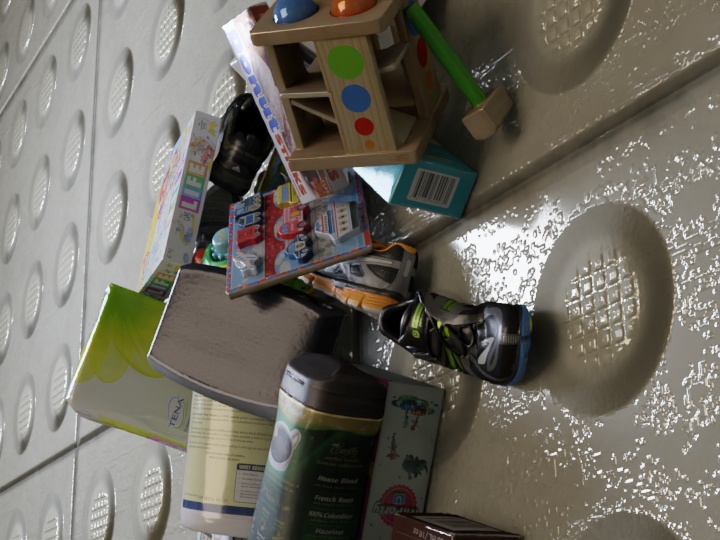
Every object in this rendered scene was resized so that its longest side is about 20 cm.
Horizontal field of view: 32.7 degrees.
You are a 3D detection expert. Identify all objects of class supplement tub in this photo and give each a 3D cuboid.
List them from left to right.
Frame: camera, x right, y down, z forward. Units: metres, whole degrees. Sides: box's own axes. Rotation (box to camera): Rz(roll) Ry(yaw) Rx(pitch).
[{"bbox_3d":[-0.113,0.180,1.315,0.145,0.144,0.201,-9,74,61],"label":"supplement tub"}]

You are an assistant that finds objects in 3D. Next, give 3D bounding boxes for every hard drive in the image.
[{"bbox_3d":[-0.120,0.070,1.241,0.199,0.042,0.135,17,84,28],"label":"hard drive"}]

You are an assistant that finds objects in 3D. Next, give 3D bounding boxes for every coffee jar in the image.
[{"bbox_3d":[-0.039,0.178,1.111,0.104,0.085,0.201,24,102,63],"label":"coffee jar"}]

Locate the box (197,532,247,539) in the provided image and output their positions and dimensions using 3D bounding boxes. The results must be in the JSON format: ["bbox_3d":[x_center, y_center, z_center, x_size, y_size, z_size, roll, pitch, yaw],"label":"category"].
[{"bbox_3d":[-0.157,0.278,1.483,0.110,0.035,0.201,-5,77,61],"label":"box"}]

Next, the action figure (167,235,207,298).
[{"bbox_3d":[-0.205,0.049,1.554,0.069,0.130,0.201,-58,-25,-67],"label":"action figure"}]

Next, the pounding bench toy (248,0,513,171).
[{"bbox_3d":[0.027,-0.192,1.095,0.124,0.199,0.156,-63,-36,-50],"label":"pounding bench toy"}]

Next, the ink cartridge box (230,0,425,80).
[{"bbox_3d":[-0.026,-0.264,1.277,0.200,0.084,0.145,-17,34,54],"label":"ink cartridge box"}]

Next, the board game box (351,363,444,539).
[{"bbox_3d":[0.002,0.197,1.185,0.147,0.064,0.201,8,90,63],"label":"board game box"}]

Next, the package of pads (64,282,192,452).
[{"bbox_3d":[-0.227,0.122,1.429,0.068,0.199,0.155,138,152,-75],"label":"package of pads"}]

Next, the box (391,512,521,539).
[{"bbox_3d":[0.068,0.309,1.021,0.100,0.075,0.201,-1,83,61],"label":"box"}]

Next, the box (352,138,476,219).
[{"bbox_3d":[0.031,-0.117,1.206,0.200,0.082,0.049,49,123,55],"label":"box"}]

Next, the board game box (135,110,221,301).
[{"bbox_3d":[-0.218,-0.072,1.463,0.134,0.034,0.201,138,145,-57],"label":"board game box"}]

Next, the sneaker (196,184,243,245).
[{"bbox_3d":[-0.185,-0.068,1.571,0.200,0.074,0.087,121,157,-62],"label":"sneaker"}]

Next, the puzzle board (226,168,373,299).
[{"bbox_3d":[-0.067,-0.048,1.270,0.200,0.150,0.017,-99,-11,-60],"label":"puzzle board"}]

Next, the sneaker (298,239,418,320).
[{"bbox_3d":[0.000,0.000,1.249,0.200,0.078,0.077,21,87,58],"label":"sneaker"}]

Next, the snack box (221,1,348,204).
[{"bbox_3d":[-0.076,-0.167,1.242,0.072,0.024,0.201,-13,103,61],"label":"snack box"}]

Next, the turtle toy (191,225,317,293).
[{"bbox_3d":[-0.135,0.004,1.395,0.200,0.145,0.101,-35,68,53],"label":"turtle toy"}]

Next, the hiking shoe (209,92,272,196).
[{"bbox_3d":[-0.129,-0.175,1.506,0.101,0.076,0.200,-53,19,31],"label":"hiking shoe"}]

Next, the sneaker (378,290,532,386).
[{"bbox_3d":[0.079,0.057,1.062,0.199,0.082,0.071,5,87,62],"label":"sneaker"}]

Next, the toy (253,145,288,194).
[{"bbox_3d":[-0.080,-0.141,1.440,0.200,0.047,0.115,125,167,-55],"label":"toy"}]
